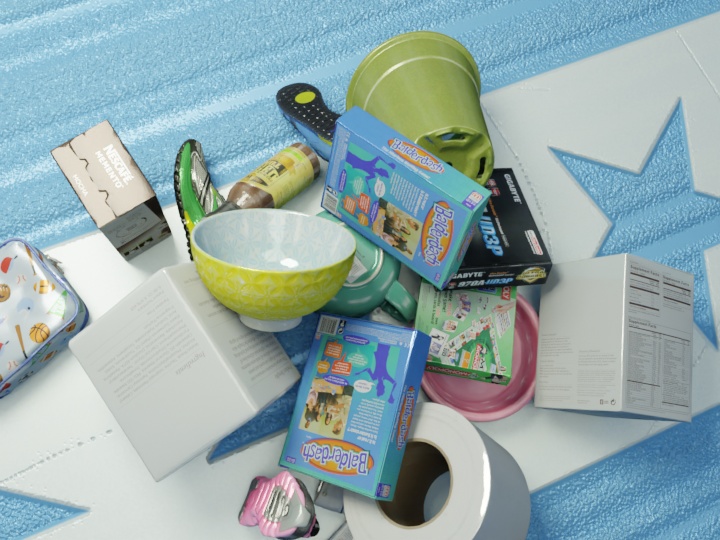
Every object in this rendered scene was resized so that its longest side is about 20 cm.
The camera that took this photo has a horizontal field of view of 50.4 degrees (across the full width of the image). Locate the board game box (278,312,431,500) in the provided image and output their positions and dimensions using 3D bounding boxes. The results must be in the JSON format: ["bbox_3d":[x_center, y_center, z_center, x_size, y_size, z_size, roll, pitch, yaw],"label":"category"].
[{"bbox_3d":[-0.008,0.163,0.948,0.151,0.045,0.202,9,77,35],"label":"board game box"}]

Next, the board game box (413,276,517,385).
[{"bbox_3d":[0.143,0.050,1.042,0.133,0.029,0.201,11,56,3],"label":"board game box"}]

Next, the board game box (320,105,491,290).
[{"bbox_3d":[0.048,-0.087,0.940,0.199,0.153,0.045,36,54,15],"label":"board game box"}]

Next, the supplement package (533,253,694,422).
[{"bbox_3d":[0.348,0.097,1.049,0.149,0.151,0.202,13,77,-31],"label":"supplement package"}]

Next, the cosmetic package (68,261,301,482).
[{"bbox_3d":[-0.211,0.114,0.952,0.166,0.167,0.201,-35,86,14],"label":"cosmetic package"}]

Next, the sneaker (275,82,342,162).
[{"bbox_3d":[-0.059,-0.198,1.089,0.066,0.079,0.200,-31,49,-16],"label":"sneaker"}]

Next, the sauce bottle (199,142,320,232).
[{"bbox_3d":[-0.135,-0.105,1.043,0.065,0.065,0.200,44,51,1],"label":"sauce bottle"}]

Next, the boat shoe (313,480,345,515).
[{"bbox_3d":[-0.020,0.226,1.034,0.066,0.074,0.202,10,79,-6],"label":"boat shoe"}]

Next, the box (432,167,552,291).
[{"bbox_3d":[0.162,-0.062,1.077,0.157,0.046,0.201,-3,47,-8],"label":"box"}]

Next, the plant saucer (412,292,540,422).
[{"bbox_3d":[0.165,0.114,1.093,0.198,0.051,0.203,2,79,-8],"label":"plant saucer"}]

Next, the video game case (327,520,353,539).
[{"bbox_3d":[0.010,0.451,1.026,0.182,0.022,0.200,-43,89,-13],"label":"video game case"}]

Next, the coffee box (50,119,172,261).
[{"bbox_3d":[-0.312,-0.095,0.983,0.079,0.200,0.114,-32,86,-12],"label":"coffee box"}]

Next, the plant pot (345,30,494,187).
[{"bbox_3d":[0.093,-0.186,1.020,0.198,0.201,0.191,-5,40,-9],"label":"plant pot"}]

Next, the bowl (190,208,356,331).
[{"bbox_3d":[-0.106,0.008,0.928,0.198,0.200,0.109,2,114,-8],"label":"bowl"}]

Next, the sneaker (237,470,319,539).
[{"bbox_3d":[-0.084,0.304,0.956,0.095,0.200,0.080,31,70,-14],"label":"sneaker"}]

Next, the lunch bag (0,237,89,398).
[{"bbox_3d":[-0.466,0.059,0.999,0.200,0.076,0.160,-43,86,-12],"label":"lunch bag"}]

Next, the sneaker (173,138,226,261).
[{"bbox_3d":[-0.211,-0.085,1.068,0.084,0.078,0.202,-15,91,-17],"label":"sneaker"}]

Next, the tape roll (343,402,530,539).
[{"bbox_3d":[0.096,0.283,0.958,0.201,0.139,0.204,-17,55,25],"label":"tape roll"}]

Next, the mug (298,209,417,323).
[{"bbox_3d":[-0.004,-0.011,1.057,0.183,0.114,0.154,4,79,-7],"label":"mug"}]
